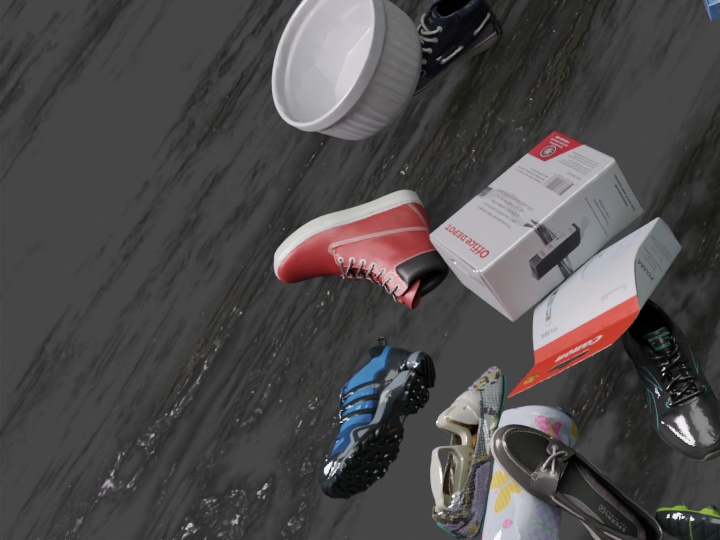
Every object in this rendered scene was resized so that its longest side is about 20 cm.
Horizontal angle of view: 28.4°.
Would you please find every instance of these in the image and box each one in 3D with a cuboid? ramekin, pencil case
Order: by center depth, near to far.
[{"bbox_3d":[0.175,0.242,1.482,0.083,0.090,0.202,-16,50,42],"label":"pencil case"},{"bbox_3d":[-0.012,-0.262,1.807,0.199,0.105,0.202,-23,59,43],"label":"ramekin"}]

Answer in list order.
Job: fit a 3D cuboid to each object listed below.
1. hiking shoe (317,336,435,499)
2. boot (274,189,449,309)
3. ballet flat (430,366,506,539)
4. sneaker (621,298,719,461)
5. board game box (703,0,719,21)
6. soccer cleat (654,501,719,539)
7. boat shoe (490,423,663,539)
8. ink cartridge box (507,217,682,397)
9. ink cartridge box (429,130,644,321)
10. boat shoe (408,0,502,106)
[{"bbox_3d":[0.005,0.170,1.606,0.086,0.075,0.200,17,57,36],"label":"hiking shoe"},{"bbox_3d":[0.000,0.000,1.706,0.198,0.073,0.145,-22,56,3],"label":"boot"},{"bbox_3d":[0.112,0.188,1.540,0.071,0.072,0.202,1,62,21],"label":"ballet flat"},{"bbox_3d":[0.324,0.110,1.509,0.075,0.079,0.201,-27,56,3],"label":"sneaker"},{"bbox_3d":[0.484,-0.420,1.796,0.150,0.037,0.201,-17,55,11],"label":"board game box"},{"bbox_3d":[0.377,0.285,1.393,0.199,0.068,0.082,16,78,27],"label":"soccer cleat"},{"bbox_3d":[0.221,0.216,1.430,0.200,0.057,0.067,39,58,-7],"label":"boat shoe"},{"bbox_3d":[0.237,0.039,1.503,0.160,0.047,0.200,-34,7,44],"label":"ink cartridge box"},{"bbox_3d":[0.197,-0.052,1.621,0.200,0.084,0.144,-39,27,-6],"label":"ink cartridge box"},{"bbox_3d":[0.085,-0.292,1.835,0.199,0.093,0.075,-37,55,-3],"label":"boat shoe"}]
